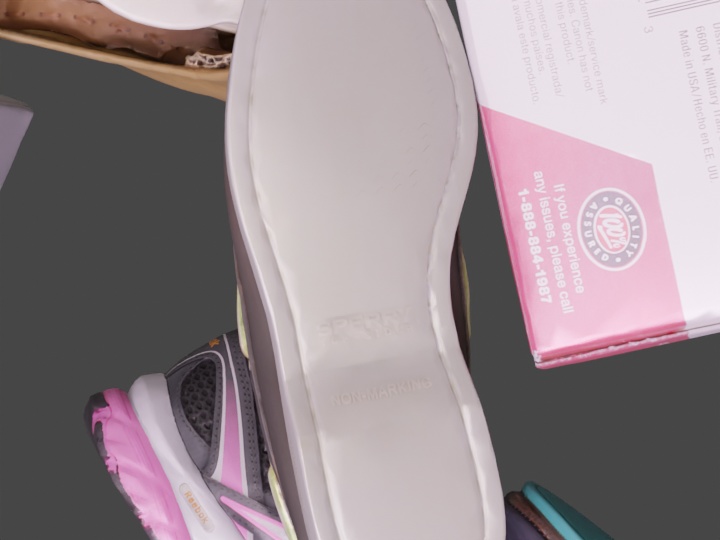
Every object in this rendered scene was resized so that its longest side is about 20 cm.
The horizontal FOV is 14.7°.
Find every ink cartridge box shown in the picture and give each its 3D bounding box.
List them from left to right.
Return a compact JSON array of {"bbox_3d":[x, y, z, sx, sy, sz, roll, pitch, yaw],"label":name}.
[{"bbox_3d":[0.133,-0.064,0.798,0.199,0.083,0.147,-12,89,7],"label":"ink cartridge box"}]

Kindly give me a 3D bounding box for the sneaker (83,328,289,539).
[{"bbox_3d":[0.005,0.101,0.823,0.086,0.080,0.200,-34,93,-4],"label":"sneaker"}]

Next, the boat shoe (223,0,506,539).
[{"bbox_3d":[-0.003,0.000,0.779,0.072,0.060,0.203,-5,81,-13],"label":"boat shoe"}]

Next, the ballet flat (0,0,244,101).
[{"bbox_3d":[-0.098,-0.099,0.835,0.199,0.063,0.069,13,92,7],"label":"ballet flat"}]

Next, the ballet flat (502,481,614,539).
[{"bbox_3d":[0.107,0.145,0.815,0.200,0.073,0.073,36,95,2],"label":"ballet flat"}]

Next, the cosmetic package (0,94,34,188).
[{"bbox_3d":[-0.176,-0.036,0.778,0.112,0.200,0.081,24,93,8],"label":"cosmetic package"}]
